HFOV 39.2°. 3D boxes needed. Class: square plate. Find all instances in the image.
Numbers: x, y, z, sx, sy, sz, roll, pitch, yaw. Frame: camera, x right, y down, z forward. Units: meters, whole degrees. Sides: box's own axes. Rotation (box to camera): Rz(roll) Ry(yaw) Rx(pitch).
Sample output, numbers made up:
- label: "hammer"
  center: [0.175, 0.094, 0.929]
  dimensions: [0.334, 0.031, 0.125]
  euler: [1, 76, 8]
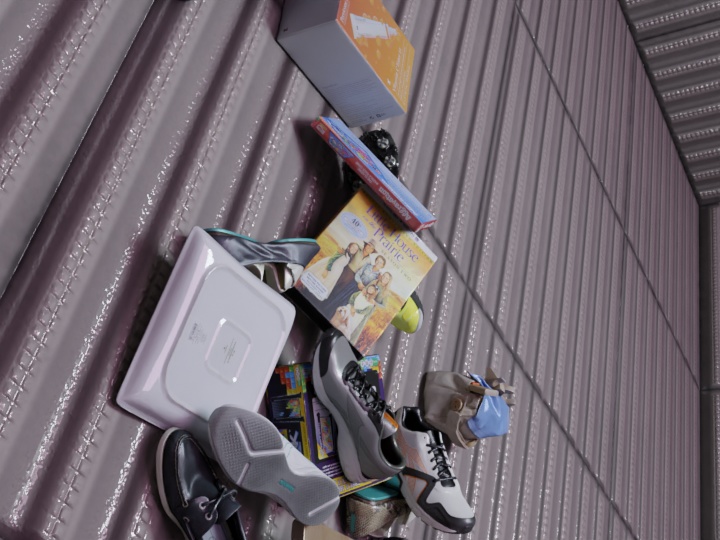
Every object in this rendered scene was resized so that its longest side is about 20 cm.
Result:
- label: "square plate"
  center: [-0.149, 0.086, 1.072]
  dimensions: [0.198, 0.028, 0.201]
  euler: [45, 59, -49]

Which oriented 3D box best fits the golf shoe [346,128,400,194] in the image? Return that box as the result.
- label: "golf shoe"
  center: [0.025, -0.103, 1.468]
  dimensions: [0.088, 0.077, 0.201]
  euler: [40, 46, -77]

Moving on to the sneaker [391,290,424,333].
- label: "sneaker"
  center: [0.013, 0.028, 1.397]
  dimensions: [0.200, 0.075, 0.077]
  euler: [47, 49, -29]

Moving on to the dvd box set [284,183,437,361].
- label: "dvd box set"
  center: [0.000, 0.000, 1.309]
  dimensions: [0.146, 0.029, 0.200]
  euler: [46, 53, -8]

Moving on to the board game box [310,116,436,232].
- label: "board game box"
  center: [0.020, -0.131, 1.375]
  dimensions: [0.200, 0.019, 0.103]
  euler: [47, 14, 7]

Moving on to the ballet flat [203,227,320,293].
- label: "ballet flat"
  center: [-0.117, -0.006, 1.170]
  dimensions: [0.200, 0.073, 0.073]
  euler: [5, 77, -54]

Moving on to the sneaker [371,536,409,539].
- label: "sneaker"
  center: [0.031, 0.426, 1.284]
  dimensions: [0.079, 0.079, 0.200]
  euler: [57, 38, -35]

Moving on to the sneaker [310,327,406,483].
- label: "sneaker"
  center: [0.001, 0.158, 1.201]
  dimensions: [0.074, 0.079, 0.201]
  euler: [-42, 117, -55]

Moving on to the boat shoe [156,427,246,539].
- label: "boat shoe"
  center: [-0.148, 0.251, 1.025]
  dimensions: [0.074, 0.066, 0.200]
  euler: [-27, 108, -58]

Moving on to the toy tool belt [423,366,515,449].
- label: "toy tool belt"
  center: [0.190, 0.216, 1.584]
  dimensions: [0.200, 0.122, 0.125]
  euler: [32, 54, -53]

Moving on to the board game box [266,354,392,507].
- label: "board game box"
  center: [-0.035, 0.194, 1.262]
  dimensions: [0.200, 0.056, 0.166]
  euler: [2, 81, -60]

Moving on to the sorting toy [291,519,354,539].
- label: "sorting toy"
  center: [-0.040, 0.410, 1.154]
  dimensions: [0.199, 0.069, 0.201]
  euler: [41, 40, -47]

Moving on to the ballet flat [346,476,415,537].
- label: "ballet flat"
  center: [0.042, 0.316, 1.366]
  dimensions: [0.200, 0.068, 0.076]
  euler: [-5, 107, -56]

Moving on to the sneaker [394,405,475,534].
- label: "sneaker"
  center: [0.087, 0.259, 1.331]
  dimensions: [0.074, 0.080, 0.200]
  euler: [8, 32, -46]

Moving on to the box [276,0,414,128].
- label: "box"
  center: [-0.015, -0.316, 1.418]
  dimensions: [0.200, 0.097, 0.125]
  euler: [45, 44, -45]

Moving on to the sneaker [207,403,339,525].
- label: "sneaker"
  center: [-0.105, 0.204, 1.086]
  dimensions: [0.070, 0.080, 0.200]
  euler: [-48, 128, -10]
